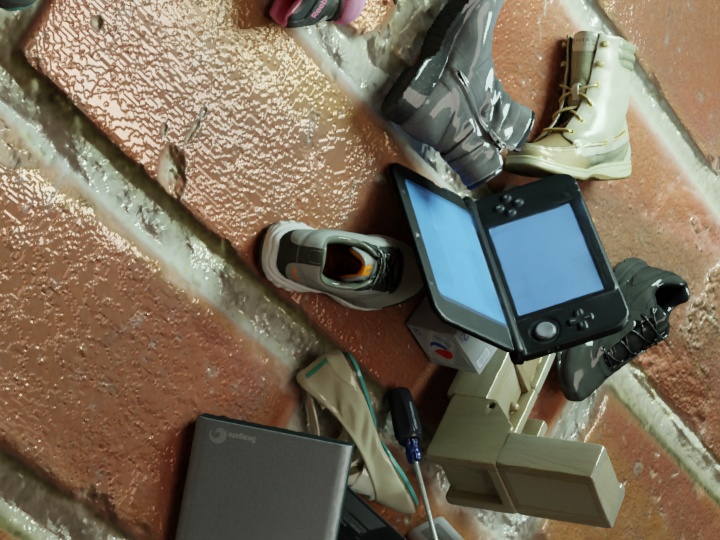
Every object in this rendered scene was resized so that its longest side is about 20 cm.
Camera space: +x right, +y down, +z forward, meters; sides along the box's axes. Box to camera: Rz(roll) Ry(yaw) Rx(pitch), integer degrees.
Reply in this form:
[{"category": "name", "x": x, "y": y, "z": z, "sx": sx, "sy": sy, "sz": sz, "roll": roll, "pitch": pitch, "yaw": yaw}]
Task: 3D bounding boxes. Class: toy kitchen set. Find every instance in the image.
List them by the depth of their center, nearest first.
[{"category": "toy kitchen set", "x": 0.199, "y": 0.167, "z": 1.647, "sx": 0.200, "sy": 0.180, "sz": 0.163, "roll": -61, "pitch": 141, "yaw": -34}]

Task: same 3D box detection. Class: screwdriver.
[{"category": "screwdriver", "x": 0.055, "y": 0.194, "z": 1.561, "sx": 0.029, "sy": 0.028, "sz": 0.200, "roll": 58, "pitch": 15, "yaw": -47}]

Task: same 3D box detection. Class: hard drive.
[{"category": "hard drive", "x": -0.091, "y": 0.236, "z": 1.440, "sx": 0.033, "sy": 0.139, "sz": 0.201, "roll": 4, "pitch": 97, "yaw": -84}]

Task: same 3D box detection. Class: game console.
[{"category": "game console", "x": 0.140, "y": -0.025, "z": 1.555, "sx": 0.175, "sy": 0.200, "sz": 0.117, "roll": -18, "pitch": 141, "yaw": 3}]

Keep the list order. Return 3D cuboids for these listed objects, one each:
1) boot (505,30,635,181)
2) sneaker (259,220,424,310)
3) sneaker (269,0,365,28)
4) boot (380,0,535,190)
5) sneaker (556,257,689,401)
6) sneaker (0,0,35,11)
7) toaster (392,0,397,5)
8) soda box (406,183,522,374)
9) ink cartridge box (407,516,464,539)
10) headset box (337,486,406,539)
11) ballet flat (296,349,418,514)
[{"category": "boot", "x": 0.222, "y": -0.172, "z": 1.712, "sx": 0.200, "sy": 0.072, "sz": 0.155, "roll": -5, "pitch": 101, "yaw": -49}, {"category": "sneaker", "x": 0.000, "y": 0.000, "z": 1.518, "sx": 0.200, "sy": 0.079, "sz": 0.074, "roll": 8, "pitch": 90, "yaw": -47}, {"category": "sneaker", "x": -0.057, "y": -0.301, "z": 1.418, "sx": 0.095, "sy": 0.079, "sz": 0.201, "roll": -21, "pitch": 111, "yaw": -28}, {"category": "boot", "x": 0.119, "y": -0.186, "z": 1.581, "sx": 0.132, "sy": 0.070, "sz": 0.200, "roll": 37, "pitch": 81, "yaw": -16}, {"category": "sneaker", "x": 0.288, "y": 0.065, "z": 1.807, "sx": 0.200, "sy": 0.091, "sz": 0.076, "roll": -52, "pitch": 131, "yaw": -24}, {"category": "sneaker", "x": -0.265, "y": -0.286, "z": 1.193, "sx": 0.077, "sy": 0.091, "sz": 0.201, "roll": -29, "pitch": 117, "yaw": -37}, {"category": "toaster", "x": 0.071, "y": -0.375, "z": 1.491, "sx": 0.181, "sy": 0.118, "sz": 0.200, "roll": -53, "pitch": 130, "yaw": -23}, {"category": "soda box", "x": 0.134, "y": 0.006, "z": 1.659, "sx": 0.200, "sy": 0.068, "sz": 0.064, "roll": -54, "pitch": 130, "yaw": -24}, {"category": "ink cartridge box", "x": 0.120, "y": 0.367, "z": 1.646, "sx": 0.050, "sy": 0.161, "sz": 0.201, "roll": -23, "pitch": 115, "yaw": -15}, {"category": "headset box", "x": 0.024, "y": 0.299, "z": 1.539, "sx": 0.077, "sy": 0.149, "sz": 0.200, "roll": -43, "pitch": 126, "yaw": -9}, {"category": "ballet flat", "x": -0.007, "y": 0.164, "z": 1.561, "sx": 0.069, "sy": 0.069, "sz": 0.200, "roll": -42, "pitch": 122, "yaw": -32}]
